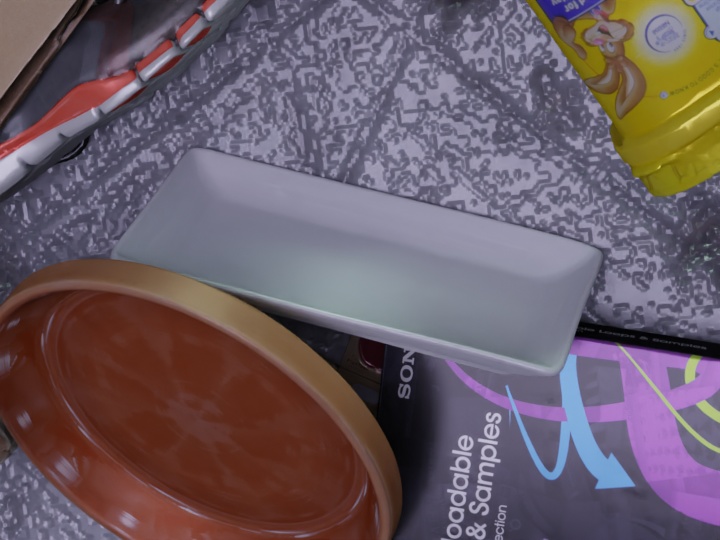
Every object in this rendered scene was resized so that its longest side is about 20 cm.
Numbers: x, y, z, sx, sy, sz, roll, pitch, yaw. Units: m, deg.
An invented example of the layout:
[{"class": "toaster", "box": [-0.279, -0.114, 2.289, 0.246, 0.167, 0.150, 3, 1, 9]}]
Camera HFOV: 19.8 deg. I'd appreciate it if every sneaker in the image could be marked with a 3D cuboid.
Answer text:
[{"class": "sneaker", "box": [-0.134, -0.101, 0.918, 0.199, 0.077, 0.082, -34, 93, 11]}]

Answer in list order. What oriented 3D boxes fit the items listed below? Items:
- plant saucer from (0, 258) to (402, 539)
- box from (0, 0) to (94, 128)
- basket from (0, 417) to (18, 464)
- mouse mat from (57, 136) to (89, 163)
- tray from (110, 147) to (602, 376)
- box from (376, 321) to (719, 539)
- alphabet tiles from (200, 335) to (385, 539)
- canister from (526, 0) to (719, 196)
[{"class": "plant saucer", "box": [-0.072, 0.068, 0.905, 0.199, 0.032, 0.201, 19, 141, 16]}, {"class": "box", "box": [-0.225, -0.133, 0.909, 0.200, 0.021, 0.164, 43, 103, 15]}, {"class": "basket", "box": [-0.245, 0.068, 0.915, 0.123, 0.200, 0.136, -30, 92, 11]}, {"class": "mouse mat", "box": [-0.226, -0.130, 0.957, 0.160, 0.008, 0.201, -14, 102, 8]}, {"class": "tray", "box": [0.000, 0.000, 0.900, 0.198, 0.108, 0.022, 14, 122, 10]}, {"class": "box", "box": [0.101, 0.097, 0.918, 0.198, 0.036, 0.144, 9, 101, 12]}, {"class": "alphabet tiles", "box": [0.013, 0.124, 0.963, 0.165, 0.006, 0.201, 23, 103, 9]}, {"class": "canister", "box": [0.121, -0.153, 0.830, 0.148, 0.087, 0.200, -34, 104, 13]}]
